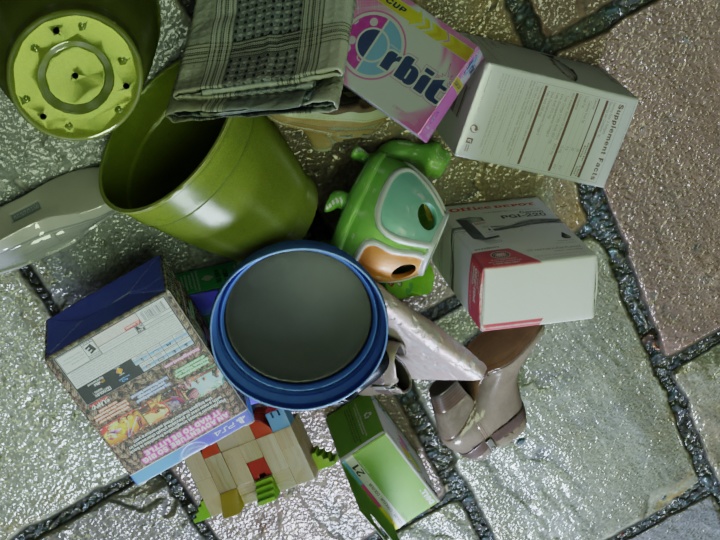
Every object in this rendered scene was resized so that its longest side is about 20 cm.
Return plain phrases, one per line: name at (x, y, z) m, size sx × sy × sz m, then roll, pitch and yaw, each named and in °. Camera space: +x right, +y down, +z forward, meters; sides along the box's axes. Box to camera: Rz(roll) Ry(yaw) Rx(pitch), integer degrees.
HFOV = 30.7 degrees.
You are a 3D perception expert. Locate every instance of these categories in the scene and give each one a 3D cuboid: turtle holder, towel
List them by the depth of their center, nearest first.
towel at (-0.099, -0.240, 1.357) m, size 0.190 × 0.202 × 0.035 m, roll -2°, pitch 146°, yaw 14°
turtle holder at (0.035, -0.066, 1.539) m, size 0.131 × 0.186 × 0.142 m, roll 23°, pitch 123°, yaw 6°
towel at (0.030, 0.074, 1.600) m, size 0.199 × 0.190 × 0.032 m, roll 35°, pitch 69°, yaw -27°

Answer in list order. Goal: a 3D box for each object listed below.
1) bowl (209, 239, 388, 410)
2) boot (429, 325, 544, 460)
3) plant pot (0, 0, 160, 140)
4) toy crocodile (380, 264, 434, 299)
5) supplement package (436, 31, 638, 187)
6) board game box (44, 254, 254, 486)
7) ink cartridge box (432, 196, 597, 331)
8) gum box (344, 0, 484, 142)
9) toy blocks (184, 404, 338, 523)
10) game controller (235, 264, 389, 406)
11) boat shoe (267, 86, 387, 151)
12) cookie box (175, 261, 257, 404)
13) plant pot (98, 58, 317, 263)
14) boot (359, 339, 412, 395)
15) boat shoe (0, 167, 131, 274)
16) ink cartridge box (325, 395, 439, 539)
bowl at (-0.068, 0.059, 1.454) m, size 0.198 × 0.039 × 0.203 m, roll -2°, pitch 115°, yaw -4°
boot at (0.184, 0.161, 1.742) m, size 0.199 × 0.070 × 0.147 m, roll -35°, pitch 127°, yaw 5°
plant pot at (-0.293, -0.225, 1.333) m, size 0.198 × 0.193 × 0.202 m, roll -7°, pitch 119°, yaw -12°
toy crocodile at (0.000, 0.000, 1.612) m, size 0.198 × 0.067 × 0.062 m, roll 13°, pitch 76°, yaw -20°
supplement package at (0.201, -0.188, 1.538) m, size 0.198 × 0.117 × 0.118 m, roll 10°, pitch 114°, yaw -20°
board game box at (-0.240, 0.114, 1.499) m, size 0.158 × 0.097 × 0.201 m, roll -28°, pitch 118°, yaw 2°
ink cartridge box at (0.181, -0.013, 1.575) m, size 0.144 × 0.200 × 0.086 m, roll -6°, pitch 113°, yaw -12°
gum box at (0.020, -0.245, 1.429) m, size 0.199 × 0.066 × 0.114 m, roll 35°, pitch 94°, yaw 10°
toy blocks at (-0.147, 0.220, 1.670) m, size 0.198 × 0.100 × 0.138 m, roll -22°, pitch 100°, yaw 13°
game controller at (-0.059, 0.073, 1.505) m, size 0.104 × 0.042 × 0.200 m, roll -41°, pitch 112°, yaw 14°
boat shoe at (-0.037, -0.166, 1.469) m, size 0.199 × 0.072 × 0.077 m, roll -7°, pitch 131°, yaw -49°
cookie box at (-0.195, 0.088, 1.596) m, size 0.198 × 0.075 × 0.173 m, roll -13°, pitch 118°, yaw -9°
plant pot at (-0.153, -0.102, 1.459) m, size 0.200 × 0.201 × 0.193 m, roll -43°, pitch 131°, yaw 9°
boot at (-0.020, 0.088, 1.569) m, size 0.145 × 0.071 × 0.200 m, roll 8°, pitch 156°, yaw 26°
boat shoe at (-0.347, -0.051, 1.493) m, size 0.199 × 0.072 × 0.069 m, roll -28°, pitch 142°, yaw -7°
ink cartridge box at (0.040, 0.272, 1.683) m, size 0.075 × 0.200 × 0.148 m, roll -34°, pitch 121°, yaw 4°
